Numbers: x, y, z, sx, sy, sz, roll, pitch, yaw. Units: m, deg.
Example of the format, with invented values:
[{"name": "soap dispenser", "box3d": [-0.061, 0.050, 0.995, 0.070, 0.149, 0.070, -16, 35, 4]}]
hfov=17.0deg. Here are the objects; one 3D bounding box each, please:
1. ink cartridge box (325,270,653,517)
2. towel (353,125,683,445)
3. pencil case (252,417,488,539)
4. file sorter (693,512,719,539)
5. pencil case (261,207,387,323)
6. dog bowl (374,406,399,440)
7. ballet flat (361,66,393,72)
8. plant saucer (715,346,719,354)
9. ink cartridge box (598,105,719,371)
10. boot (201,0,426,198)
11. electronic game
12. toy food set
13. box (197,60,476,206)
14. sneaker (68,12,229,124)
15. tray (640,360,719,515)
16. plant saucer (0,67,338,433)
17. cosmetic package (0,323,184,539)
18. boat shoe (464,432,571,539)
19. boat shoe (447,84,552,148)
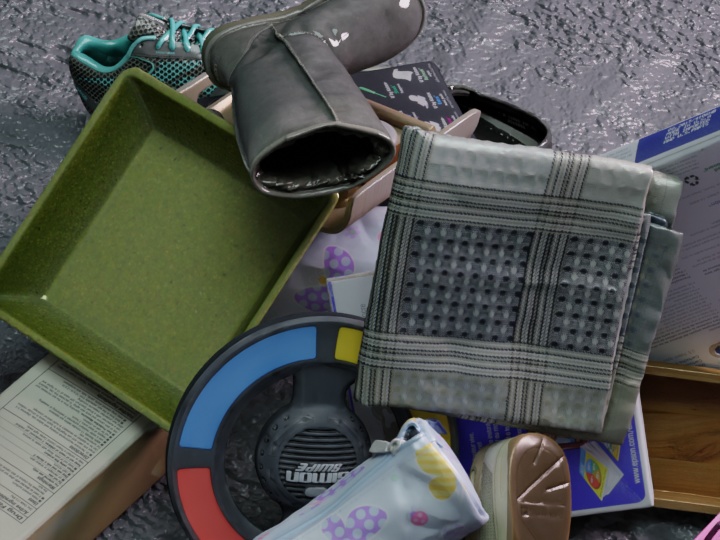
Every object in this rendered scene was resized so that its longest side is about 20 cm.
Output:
[{"name": "ink cartridge box", "box3d": [0.090, 0.077, 1.647, 0.199, 0.199, 0.043, -8, 16, 5]}, {"name": "towel", "box3d": [0.106, 0.013, 1.572, 0.199, 0.194, 0.035, 9, 12, -13]}, {"name": "pencil case", "box3d": [-0.014, 0.180, 1.562, 0.200, 0.091, 0.083, -37, 53, 3]}, {"name": "file sorter", "box3d": [0.337, 0.154, 1.583, 0.200, 0.125, 0.139, -44, 79, -12]}, {"name": "pencil case", "box3d": [0.000, 0.000, 1.711, 0.199, 0.083, 0.091, -2, 58, 11]}, {"name": "dog bowl", "box3d": [0.095, 0.066, 1.759, 0.199, 0.059, 0.201, 2, 45, -2]}, {"name": "ballet flat", "box3d": [-0.037, -0.134, 1.910, 0.199, 0.068, 0.064, -15, 42, 5]}, {"name": "plant saucer", "box3d": [0.250, 0.004, 1.730, 0.199, 0.201, 0.050, 17, 35, 12]}, {"name": "ink cartridge box", "box3d": [0.230, -0.010, 1.663, 0.196, 0.200, 0.043, -22, 36, 32]}, {"name": "boot", "box3d": [-0.014, -0.127, 1.640, 0.181, 0.073, 0.200, -21, 25, -9]}, {"name": "electronic game", "box3d": [-0.031, 0.124, 1.606, 0.199, 0.201, 0.042, -6, 18, -11]}, {"name": "toy food set", "box3d": [-0.035, -0.108, 1.725, 0.199, 0.061, 0.143, 25, 45, 32]}, {"name": "box", "box3d": [-0.023, -0.069, 1.833, 0.199, 0.123, 0.106, -10, 44, -15]}, {"name": "sneaker", "box3d": [-0.143, -0.164, 1.886, 0.199, 0.091, 0.078, -16, 34, 19]}, {"name": "tray", "box3d": [0.263, 0.121, 1.694, 0.199, 0.099, 0.037, 7, 7, 3]}, {"name": "plant saucer", "box3d": [-0.135, -0.010, 1.671, 0.200, 0.048, 0.200, 31, 86, 24]}, {"name": "cosmetic package", "box3d": [-0.213, 0.134, 1.655, 0.105, 0.071, 0.200, 31, 51, 24]}, {"name": "boat shoe", "box3d": [0.098, 0.210, 1.592, 0.072, 0.065, 0.201, 12, 73, -35]}, {"name": "boat shoe", "box3d": [0.067, -0.125, 1.941, 0.201, 0.063, 0.074, 27, 52, 22]}]
